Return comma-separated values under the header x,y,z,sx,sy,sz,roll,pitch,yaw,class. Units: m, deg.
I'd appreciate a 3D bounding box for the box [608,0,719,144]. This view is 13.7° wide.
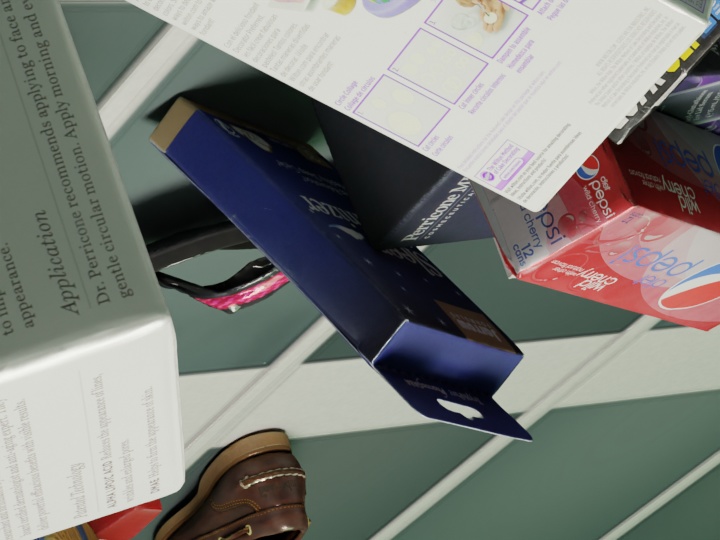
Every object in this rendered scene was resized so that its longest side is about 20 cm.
x,y,z,sx,sy,sz,roll,pitch,yaw,class
0.175,-0.159,1.241,0.200,0.049,0.160,-46,180,-38,box

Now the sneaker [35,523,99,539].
x,y,z,sx,sy,sz,roll,pitch,yaw,class
-0.178,0.201,1.740,0.088,0.076,0.200,-21,160,-1,sneaker

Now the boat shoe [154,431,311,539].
x,y,z,sx,sy,sz,roll,pitch,yaw,class
-0.082,0.174,1.917,0.070,0.071,0.200,-14,159,-22,boat shoe

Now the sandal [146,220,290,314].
x,y,z,sx,sy,sz,roll,pitch,yaw,class
-0.042,-0.008,1.510,0.199,0.045,0.075,-14,-176,-22,sandal

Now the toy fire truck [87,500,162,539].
x,y,z,sx,sy,sz,roll,pitch,yaw,class
-0.230,0.165,1.778,0.200,0.049,0.141,-35,157,33,toy fire truck

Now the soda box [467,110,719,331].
x,y,z,sx,sy,sz,roll,pitch,yaw,class
0.130,-0.025,1.343,0.070,0.064,0.200,-31,158,25,soda box

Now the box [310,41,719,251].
x,y,z,sx,sy,sz,roll,pitch,yaw,class
0.099,-0.095,1.379,0.199,0.105,0.148,-8,156,-33,box

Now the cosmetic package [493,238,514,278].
x,y,z,sx,sy,sz,roll,pitch,yaw,class
0.146,-0.040,1.592,0.199,0.083,0.051,1,150,-44,cosmetic package

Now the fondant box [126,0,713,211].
x,y,z,sx,sy,sz,roll,pitch,yaw,class
0.021,-0.120,1.155,0.199,0.058,0.144,26,142,-12,fondant box

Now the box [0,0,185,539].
x,y,z,sx,sy,sz,roll,pitch,yaw,class
-0.162,-0.010,1.196,0.130,0.200,0.200,-17,160,-9,box

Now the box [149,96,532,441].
x,y,z,sx,sy,sz,roll,pitch,yaw,class
0.000,0.000,1.390,0.032,0.200,0.121,-50,152,12,box
